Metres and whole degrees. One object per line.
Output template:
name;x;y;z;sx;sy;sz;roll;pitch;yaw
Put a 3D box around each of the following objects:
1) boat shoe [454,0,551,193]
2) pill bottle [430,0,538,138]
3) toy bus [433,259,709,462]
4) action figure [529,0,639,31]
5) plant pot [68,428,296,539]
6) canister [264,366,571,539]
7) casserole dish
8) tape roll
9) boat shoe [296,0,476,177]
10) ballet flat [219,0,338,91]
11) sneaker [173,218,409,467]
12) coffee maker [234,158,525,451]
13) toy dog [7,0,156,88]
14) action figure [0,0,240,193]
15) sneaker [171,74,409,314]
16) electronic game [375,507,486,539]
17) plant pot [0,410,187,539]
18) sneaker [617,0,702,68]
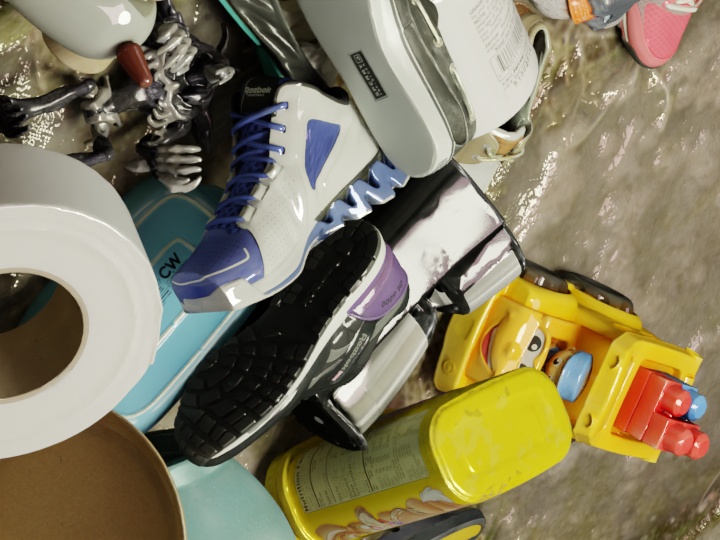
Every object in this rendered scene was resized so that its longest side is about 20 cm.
boat shoe;0.089;-0.109;1.860;0.075;0.068;0.200;-11;122;-46
pill bottle;0.043;-0.194;1.724;0.114;0.114;0.200;-47;137;-17
toy bus;0.187;0.089;1.989;0.200;0.192;0.136;17;100;-49
action figure;0.205;-0.257;1.859;0.193;0.105;0.200;-28;132;4
plant pot;-0.141;0.188;1.708;0.200;0.200;0.134;-21;105;-39
canister;0.044;0.142;1.846;0.149;0.200;0.087;-22;89;-41
casserole dish;-0.144;0.025;1.659;0.121;0.039;0.200;42;76;-11
tape roll;-0.227;0.022;1.530;0.202;0.071;0.202;-11;129;-14
boat shoe;0.015;-0.161;1.630;0.064;0.071;0.200;-39;111;-38
ballet flat;-0.049;-0.163;1.671;0.068;0.068;0.200;-30;137;0
sneaker;-0.037;0.066;1.665;0.200;0.076;0.088;-48;138;-9
coffee maker;0.000;0.000;1.774;0.200;0.135;0.192;-48;138;-15
toy dog;-0.191;-0.155;1.441;0.200;0.096;0.132;-5;142;-25
action figure;-0.140;-0.106;1.590;0.200;0.102;0.119;-29;119;-32
sneaker;-0.063;-0.063;1.625;0.199;0.081;0.115;-41;112;-36
electronic game;0.014;0.248;1.942;0.200;0.042;0.200;-32;167;-8
plant pot;-0.195;0.182;1.626;0.027;0.200;0.200;5;108;-63
sneaker;0.264;-0.251;1.954;0.074;0.087;0.200;-4;115;-45
